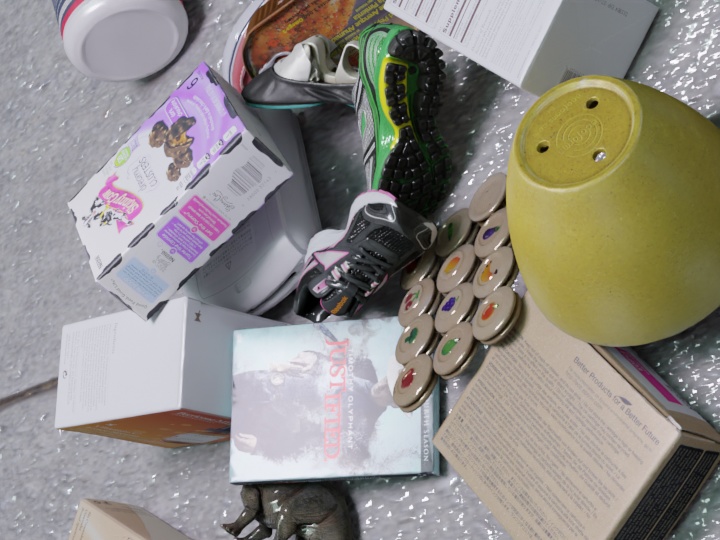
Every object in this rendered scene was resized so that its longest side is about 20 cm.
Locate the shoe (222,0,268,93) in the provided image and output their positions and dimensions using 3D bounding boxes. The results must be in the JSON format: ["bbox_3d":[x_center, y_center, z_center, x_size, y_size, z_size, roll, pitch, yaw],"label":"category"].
[{"bbox_3d":[-0.062,-0.243,1.687,0.201,0.071,0.091,-54,43,16],"label":"shoe"}]

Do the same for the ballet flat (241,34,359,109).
[{"bbox_3d":[-0.021,-0.185,1.591,0.198,0.068,0.069,6,117,20],"label":"ballet flat"}]

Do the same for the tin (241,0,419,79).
[{"bbox_3d":[-0.026,-0.234,1.616,0.199,0.112,0.042,-29,34,33],"label":"tin"}]

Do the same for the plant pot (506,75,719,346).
[{"bbox_3d":[0.187,-0.064,1.275,0.198,0.142,0.202,-17,52,23],"label":"plant pot"}]

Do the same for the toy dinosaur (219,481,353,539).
[{"bbox_3d":[-0.062,0.219,1.547,0.199,0.077,0.103,22,71,37],"label":"toy dinosaur"}]

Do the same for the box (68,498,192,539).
[{"bbox_3d":[-0.209,0.305,1.680,0.199,0.077,0.096,18,91,47],"label":"box"}]

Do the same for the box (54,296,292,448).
[{"bbox_3d":[-0.179,0.105,1.651,0.199,0.151,0.107,-12,69,44],"label":"box"}]

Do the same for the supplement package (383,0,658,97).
[{"bbox_3d":[0.134,-0.224,1.446,0.200,0.113,0.110,38,106,46],"label":"supplement package"}]

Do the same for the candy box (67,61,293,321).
[{"bbox_3d":[-0.175,-0.077,1.602,0.200,0.071,0.168,-45,34,7],"label":"candy box"}]

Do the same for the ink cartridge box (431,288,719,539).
[{"bbox_3d":[0.169,0.136,1.334,0.165,0.075,0.200,-57,45,16],"label":"ink cartridge box"}]

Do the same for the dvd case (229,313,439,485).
[{"bbox_3d":[-0.024,0.117,1.525,0.198,0.022,0.148,-4,74,19],"label":"dvd case"}]

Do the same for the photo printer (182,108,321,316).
[{"bbox_3d":[-0.116,-0.051,1.688,0.166,0.069,0.202,-35,55,33],"label":"photo printer"}]

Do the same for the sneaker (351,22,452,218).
[{"bbox_3d":[0.034,-0.129,1.521,0.085,0.077,0.202,41,136,52],"label":"sneaker"}]

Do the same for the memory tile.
[{"bbox_3d":[0.081,0.016,1.444,0.153,0.017,0.201,-41,27,31],"label":"memory tile"}]

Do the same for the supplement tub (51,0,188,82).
[{"bbox_3d":[-0.279,-0.325,1.887,0.140,0.140,0.201,-41,53,30],"label":"supplement tub"}]

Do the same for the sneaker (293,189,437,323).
[{"bbox_3d":[0.000,0.000,1.515,0.200,0.080,0.087,-40,23,61],"label":"sneaker"}]
